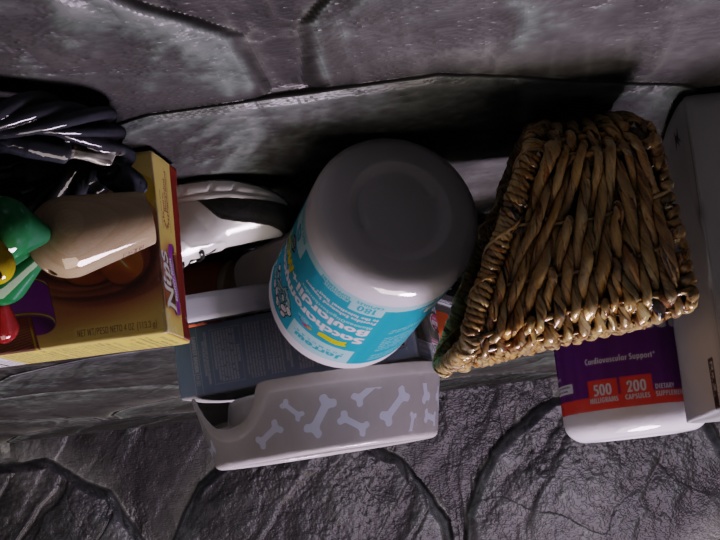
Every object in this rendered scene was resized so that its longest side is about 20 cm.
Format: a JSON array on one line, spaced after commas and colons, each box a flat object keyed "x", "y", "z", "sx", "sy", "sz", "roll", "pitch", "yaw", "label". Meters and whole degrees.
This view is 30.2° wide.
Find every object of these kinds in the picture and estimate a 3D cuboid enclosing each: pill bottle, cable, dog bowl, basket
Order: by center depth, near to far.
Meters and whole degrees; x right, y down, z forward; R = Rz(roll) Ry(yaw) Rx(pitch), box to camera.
[{"x": -0.225, "y": -0.051, "z": 0.738, "sx": 0.200, "sy": 0.051, "sz": 0.163, "roll": -7, "pitch": 170, "yaw": 7, "label": "cable"}, {"x": 0.107, "y": -0.019, "z": 0.844, "sx": 0.149, "sy": 0.143, "sz": 0.200, "roll": -13, "pitch": 174, "yaw": -1, "label": "basket"}, {"x": 0.000, "y": 0.000, "z": 0.912, "sx": 0.111, "sy": 0.111, "sz": 0.200, "roll": -4, "pitch": 159, "yaw": -16, "label": "pill bottle"}, {"x": 0.203, "y": 0.031, "z": 1.044, "sx": 0.112, "sy": 0.200, "sz": 0.112, "roll": -7, "pitch": 170, "yaw": -1, "label": "pill bottle"}, {"x": -0.030, "y": 0.115, "z": 1.044, "sx": 0.200, "sy": 0.059, "sz": 0.200, "roll": -9, "pitch": 172, "yaw": -1, "label": "dog bowl"}]

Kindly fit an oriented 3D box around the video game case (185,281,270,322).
[{"x": -0.180, "y": 0.040, "z": 1.020, "sx": 0.182, "sy": 0.023, "sz": 0.200, "roll": -11, "pitch": 179, "yaw": 36, "label": "video game case"}]

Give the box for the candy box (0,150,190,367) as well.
[{"x": -0.213, "y": -0.001, "z": 0.840, "sx": 0.200, "sy": 0.117, "sz": 0.056, "roll": -7, "pitch": 170, "yaw": 7, "label": "candy box"}]

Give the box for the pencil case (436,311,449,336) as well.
[{"x": 0.074, "y": 0.064, "z": 1.304, "sx": 0.200, "sy": 0.088, "sz": 0.088, "roll": -29, "pitch": 179, "yaw": -23, "label": "pencil case"}]

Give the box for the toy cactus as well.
[{"x": -0.191, "y": -0.003, "z": 0.718, "sx": 0.165, "sy": 0.102, "sz": 0.200, "roll": -15, "pitch": 158, "yaw": -17, "label": "toy cactus"}]

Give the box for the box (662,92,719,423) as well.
[{"x": 0.280, "y": -0.005, "z": 0.896, "sx": 0.131, "sy": 0.199, "sz": 0.200, "roll": -7, "pitch": 170, "yaw": 5, "label": "box"}]

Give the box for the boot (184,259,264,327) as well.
[{"x": -0.134, "y": 0.027, "z": 1.215, "sx": 0.107, "sy": 0.075, "sz": 0.200, "roll": 1, "pitch": 168, "yaw": 10, "label": "boot"}]

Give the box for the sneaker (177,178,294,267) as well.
[{"x": -0.143, "y": -0.016, "z": 0.916, "sx": 0.200, "sy": 0.080, "sz": 0.074, "roll": -7, "pitch": 168, "yaw": -9, "label": "sneaker"}]

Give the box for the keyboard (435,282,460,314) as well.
[{"x": 0.076, "y": 0.009, "z": 1.121, "sx": 0.200, "sy": 0.040, "sz": 0.104, "roll": 17, "pitch": 167, "yaw": 39, "label": "keyboard"}]

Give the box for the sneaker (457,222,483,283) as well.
[{"x": 0.165, "y": -0.007, "z": 1.170, "sx": 0.200, "sy": 0.075, "sz": 0.090, "roll": -3, "pitch": 175, "yaw": -26, "label": "sneaker"}]

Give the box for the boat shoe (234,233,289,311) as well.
[{"x": -0.011, "y": -0.016, "z": 1.052, "sx": 0.200, "sy": 0.072, "sz": 0.068, "roll": -26, "pitch": -176, "yaw": 40, "label": "boat shoe"}]

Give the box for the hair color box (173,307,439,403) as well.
[{"x": -0.041, "y": 0.064, "z": 1.095, "sx": 0.200, "sy": 0.061, "sz": 0.099, "roll": -11, "pitch": 170, "yaw": 14, "label": "hair color box"}]
